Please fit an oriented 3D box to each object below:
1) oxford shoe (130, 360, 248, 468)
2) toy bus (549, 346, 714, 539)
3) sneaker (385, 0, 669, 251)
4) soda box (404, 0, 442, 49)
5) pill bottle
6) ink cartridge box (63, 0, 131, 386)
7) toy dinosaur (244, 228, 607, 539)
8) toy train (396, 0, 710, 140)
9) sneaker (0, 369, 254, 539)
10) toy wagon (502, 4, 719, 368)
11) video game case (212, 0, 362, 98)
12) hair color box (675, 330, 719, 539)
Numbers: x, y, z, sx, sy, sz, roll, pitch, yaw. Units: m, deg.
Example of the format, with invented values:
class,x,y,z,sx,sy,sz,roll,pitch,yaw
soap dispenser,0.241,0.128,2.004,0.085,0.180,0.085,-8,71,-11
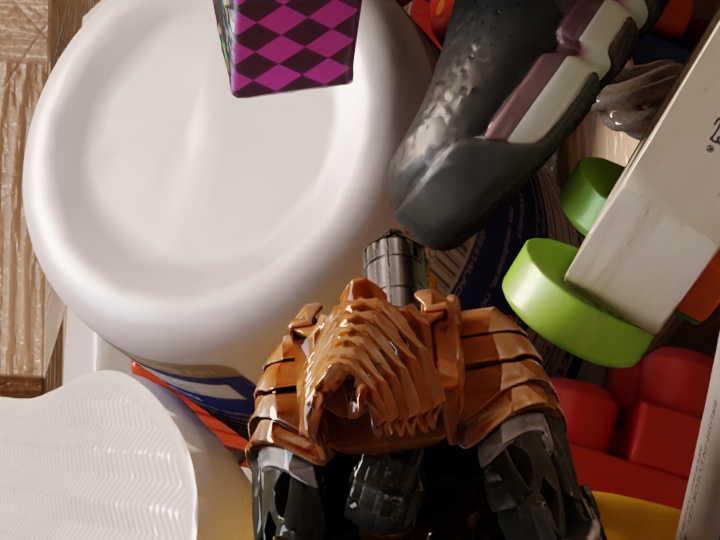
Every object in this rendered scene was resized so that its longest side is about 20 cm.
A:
class,x,y,z,sx,sy,sz,roll,pitch,yaw
oxford shoe,-0.025,-0.031,0.956,0.073,0.071,0.201,-32,-42,-71
toy bus,0.053,0.109,0.738,0.200,0.135,0.193,168,120,-76
sneaker,0.029,-0.107,0.699,0.200,0.115,0.076,-58,3,-24
soda box,0.042,-0.130,0.959,0.064,0.067,0.201,-97,15,-44
pill bottle,0.000,0.000,0.828,0.200,0.115,0.116,43,-139,-58
ink cartridge box,-0.034,0.000,1.116,0.084,0.144,0.201,166,107,-77
toy dinosaur,0.006,0.052,0.581,0.200,0.102,0.136,23,-123,-58
toy train,0.076,-0.099,0.789,0.116,0.084,0.200,-68,22,7
sneaker,-0.040,0.076,0.851,0.200,0.115,0.074,7,80,67
toy wagon,0.094,-0.065,0.628,0.156,0.039,0.200,-60,-3,20
video game case,-0.025,-0.161,0.656,0.200,0.036,0.182,99,163,-68
hair color box,0.111,0.092,0.557,0.200,0.064,0.111,-110,27,-62
